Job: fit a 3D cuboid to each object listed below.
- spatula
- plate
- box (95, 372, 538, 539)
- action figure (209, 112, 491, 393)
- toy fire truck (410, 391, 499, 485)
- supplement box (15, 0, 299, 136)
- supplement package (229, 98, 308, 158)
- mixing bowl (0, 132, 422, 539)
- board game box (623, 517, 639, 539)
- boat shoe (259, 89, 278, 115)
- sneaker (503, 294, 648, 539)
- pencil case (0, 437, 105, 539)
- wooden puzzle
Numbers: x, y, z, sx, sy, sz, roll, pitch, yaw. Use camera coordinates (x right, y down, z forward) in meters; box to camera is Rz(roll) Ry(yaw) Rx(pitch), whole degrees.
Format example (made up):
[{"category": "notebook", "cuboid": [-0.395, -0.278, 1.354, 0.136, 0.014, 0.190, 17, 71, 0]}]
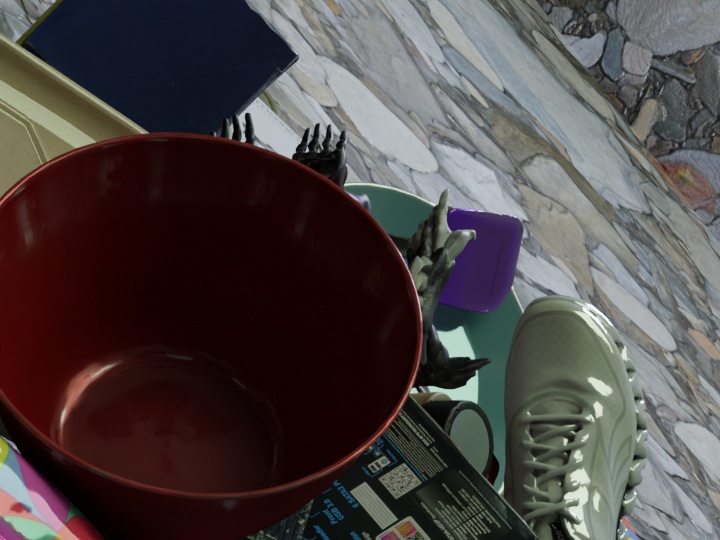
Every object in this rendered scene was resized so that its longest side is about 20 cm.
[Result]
[{"category": "spatula", "cuboid": [0.003, -0.016, 1.462, 0.200, 0.057, 0.021, 10, 2, -26]}, {"category": "plate", "cuboid": [0.010, 0.049, 1.473, 0.200, 0.026, 0.200, 12, 67, -30]}, {"category": "box", "cuboid": [-0.034, 0.114, 1.245, 0.200, 0.159, 0.046, 47, -20, 36]}, {"category": "action figure", "cuboid": [0.000, 0.000, 1.373, 0.200, 0.119, 0.102, 59, 40, -44]}, {"category": "toy fire truck", "cuboid": [0.019, 0.184, 1.362, 0.200, 0.129, 0.176, 55, 44, -34]}, {"category": "supplement box", "cuboid": [-0.136, -0.099, 1.471, 0.110, 0.109, 0.200, 46, -22, -10]}, {"category": "supplement package", "cuboid": [-0.077, -0.010, 1.584, 0.117, 0.117, 0.200, 43, 15, -17]}, {"category": "mixing bowl", "cuboid": [-0.079, 0.048, 1.191, 0.200, 0.108, 0.200, 6, 50, -7]}, {"category": "board game box", "cuboid": [0.132, 0.216, 1.635, 0.105, 0.103, 0.200, 31, 22, -50]}, {"category": "boat shoe", "cuboid": [-0.146, -0.090, 1.691, 0.200, 0.068, 0.075, 6, 44, -39]}, {"category": "sneaker", "cuboid": [0.103, 0.112, 1.352, 0.081, 0.075, 0.200, 10, 78, -73]}, {"category": "pencil case", "cuboid": [-0.143, 0.125, 1.108, 0.200, 0.088, 0.088, 43, 15, -18]}, {"category": "wooden puzzle", "cuboid": [-0.195, -0.031, 1.280, 0.185, 0.037, 0.200, 33, 45, -15]}]
